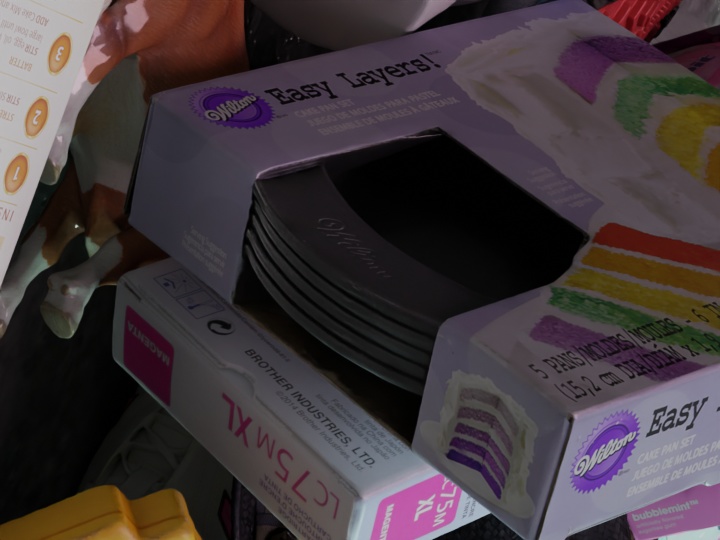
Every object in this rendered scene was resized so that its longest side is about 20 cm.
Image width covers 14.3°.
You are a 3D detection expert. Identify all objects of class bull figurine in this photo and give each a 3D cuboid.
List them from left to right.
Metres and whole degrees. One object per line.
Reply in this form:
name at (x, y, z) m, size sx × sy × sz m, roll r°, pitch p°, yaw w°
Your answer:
bull figurine at (-0.070, -0.042, 0.901) m, size 0.121 × 0.065 × 0.201 m, roll -44°, pitch 142°, yaw -34°

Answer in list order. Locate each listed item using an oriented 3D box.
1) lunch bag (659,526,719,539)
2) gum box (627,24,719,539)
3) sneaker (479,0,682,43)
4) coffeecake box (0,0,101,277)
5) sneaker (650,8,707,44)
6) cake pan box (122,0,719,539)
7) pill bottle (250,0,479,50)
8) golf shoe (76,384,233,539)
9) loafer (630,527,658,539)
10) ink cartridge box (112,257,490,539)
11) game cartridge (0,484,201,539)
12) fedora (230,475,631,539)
lunch bag at (0.151, 0.037, 1.266) m, size 0.171 × 0.121 × 0.201 m, roll 71°, pitch 29°, yaw -62°
gum box at (0.126, 0.001, 1.064) m, size 0.114 × 0.066 × 0.200 m, roll 65°, pitch 25°, yaw -21°
sneaker at (0.069, -0.115, 1.084) m, size 0.080 × 0.095 × 0.200 m, roll -65°, pitch 170°, yaw 26°
coffeecake box at (-0.150, -0.038, 0.725) m, size 0.153 × 0.073 × 0.201 m, roll 18°, pitch 92°, yaw -64°
sneaker at (0.070, -0.045, 1.183) m, size 0.200 × 0.075 × 0.089 m, roll -38°, pitch 152°, yaw -37°
cake pan box at (0.056, -0.007, 0.855) m, size 0.200 × 0.184 × 0.052 m, roll -15°, pitch 129°, yaw -40°
pill bottle at (0.039, -0.159, 0.973) m, size 0.200 × 0.113 × 0.114 m, roll -42°, pitch 143°, yaw -43°
golf shoe at (-0.062, 0.085, 0.999) m, size 0.092 × 0.072 × 0.201 m, roll 1°, pitch 108°, yaw -61°
loafer at (0.082, 0.041, 1.112) m, size 0.200 × 0.067 × 0.076 m, roll -73°, pitch 143°, yaw -56°
ink cartridge box at (0.036, 0.018, 0.907) m, size 0.200 × 0.119 × 0.042 m, roll -22°, pitch 137°, yaw -34°
game cartridge at (-0.101, 0.171, 0.853) m, size 0.176 × 0.032 × 0.200 m, roll -22°, pitch 122°, yaw 0°
fedora at (0.035, 0.095, 0.945) m, size 0.200 × 0.091 × 0.201 m, roll 30°, pitch 56°, yaw -57°
